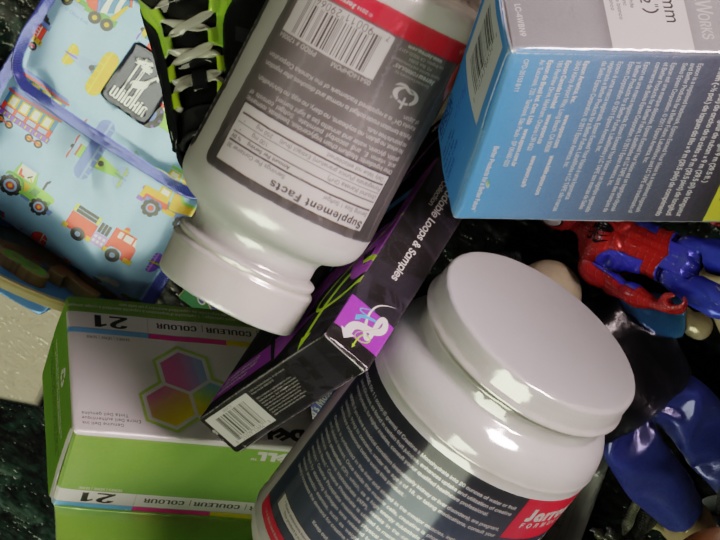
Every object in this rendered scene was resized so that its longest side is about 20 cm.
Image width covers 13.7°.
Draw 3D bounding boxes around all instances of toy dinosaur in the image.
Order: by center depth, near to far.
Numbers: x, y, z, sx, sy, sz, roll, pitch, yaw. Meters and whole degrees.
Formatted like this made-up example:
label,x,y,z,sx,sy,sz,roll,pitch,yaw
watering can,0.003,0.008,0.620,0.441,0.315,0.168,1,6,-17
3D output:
label,x,y,z,sx,sy,sz,roll,pitch,yaw
toy dinosaur,0.175,0.151,1.805,0.047,0.088,0.200,12,140,41

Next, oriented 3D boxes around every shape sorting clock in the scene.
label,x,y,z,sx,sy,sz,roll,pitch,yaw
shape sorting clock,-0.223,-0.031,1.829,0.200,0.200,0.039,28,104,5

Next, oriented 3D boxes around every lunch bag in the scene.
label,x,y,z,sx,sy,sz,roll,pitch,yaw
lunch bag,-0.132,-0.099,1.756,0.150,0.094,0.200,33,128,-2

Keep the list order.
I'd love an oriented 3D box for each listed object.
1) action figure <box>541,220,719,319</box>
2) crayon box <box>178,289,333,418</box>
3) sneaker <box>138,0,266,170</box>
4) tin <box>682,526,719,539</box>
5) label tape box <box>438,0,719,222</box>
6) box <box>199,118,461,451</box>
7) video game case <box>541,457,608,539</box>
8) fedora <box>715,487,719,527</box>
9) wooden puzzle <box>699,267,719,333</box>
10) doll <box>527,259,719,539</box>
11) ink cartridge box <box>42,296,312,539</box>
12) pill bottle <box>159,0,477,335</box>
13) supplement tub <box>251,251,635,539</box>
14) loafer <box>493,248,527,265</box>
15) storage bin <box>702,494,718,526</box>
label,x,y,z,sx,sy,sz,roll,pitch,yaw
action figure,0.182,-0.002,1.626,0.200,0.066,0.052,22,173,30
crayon box,-0.017,0.056,1.836,0.200,0.052,0.126,39,132,-2
sneaker,-0.076,-0.102,1.656,0.072,0.083,0.200,-15,108,14
tin,0.255,0.204,1.635,0.200,0.042,0.112,25,139,-3
label tape box,0.152,-0.090,1.538,0.199,0.066,0.143,-1,145,-13
box,0.000,0.000,1.661,0.036,0.200,0.143,42,143,-10
video game case,0.059,0.139,1.935,0.182,0.023,0.200,25,145,9
fedora,0.298,0.128,1.630,0.200,0.092,0.201,14,142,11
wooden puzzle,0.296,0.070,1.663,0.200,0.037,0.185,1,135,36
doll,0.150,0.074,1.706,0.136,0.048,0.200,-36,114,5
ink cartridge box,-0.102,0.120,1.728,0.147,0.200,0.076,5,136,-15
pill bottle,-0.027,-0.071,1.583,0.111,0.200,0.111,28,-172,-4
supplement tub,0.044,0.104,1.632,0.140,0.140,0.200,35,117,-4
loafer,0.067,0.085,1.747,0.072,0.073,0.201,4,97,6
storage bin,0.264,0.242,1.781,0.145,0.135,0.200,-6,139,43
